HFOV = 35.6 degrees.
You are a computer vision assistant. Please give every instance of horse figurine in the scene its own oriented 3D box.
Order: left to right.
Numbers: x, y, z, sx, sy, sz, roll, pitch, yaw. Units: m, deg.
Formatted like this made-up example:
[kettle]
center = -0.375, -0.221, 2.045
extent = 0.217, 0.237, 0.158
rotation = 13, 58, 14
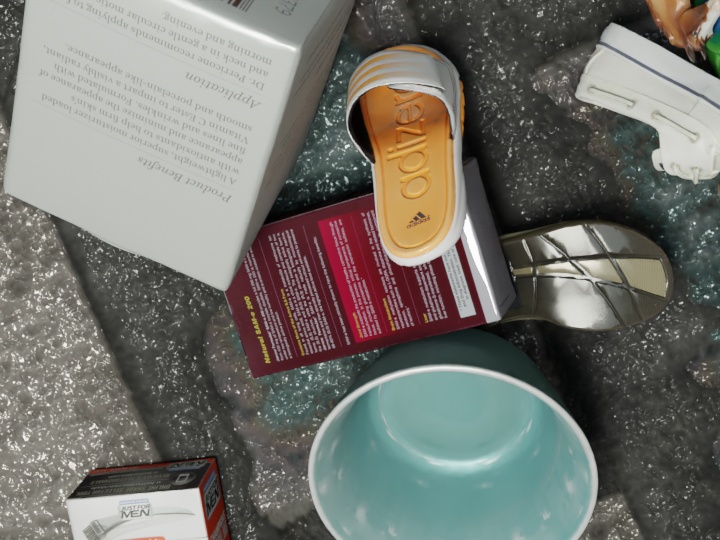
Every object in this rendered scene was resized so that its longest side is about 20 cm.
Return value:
[horse figurine]
center = 0.175, -0.247, 0.738
extent = 0.199, 0.050, 0.133
rotation = 37, 139, 18

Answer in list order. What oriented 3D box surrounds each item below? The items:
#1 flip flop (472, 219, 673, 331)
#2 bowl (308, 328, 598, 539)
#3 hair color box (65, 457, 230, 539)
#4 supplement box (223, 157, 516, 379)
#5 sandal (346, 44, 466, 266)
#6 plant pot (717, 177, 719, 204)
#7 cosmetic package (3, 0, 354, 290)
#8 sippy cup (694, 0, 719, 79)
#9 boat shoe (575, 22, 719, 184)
[flip flop]
center = 0.128, 0.006, 0.824
extent = 0.198, 0.058, 0.082
rotation = -9, 101, 23
[bowl]
center = 0.066, 0.121, 0.811
extent = 0.198, 0.105, 0.203
rotation = 3, 122, 4
[hair color box]
center = -0.157, 0.260, 0.900
extent = 0.110, 0.064, 0.202
rotation = -6, 103, 8
[supplement box]
center = 0.000, 0.000, 0.805
extent = 0.198, 0.061, 0.110
rotation = -14, 99, 22
[sandal]
center = 0.029, -0.097, 0.737
extent = 0.078, 0.208, 0.059
rotation = -21, 135, 14
[plant pot]
center = 0.338, 0.033, 0.756
extent = 0.185, 0.187, 0.202
rotation = -6, 116, 7
[cosmetic package]
center = -0.110, -0.133, 0.720
extent = 0.163, 0.166, 0.201
rotation = 25, 133, 0
[sippy cup]
center = 0.305, -0.199, 0.726
extent = 0.129, 0.178, 0.141
rotation = 6, 75, -7
[boat shoe]
center = 0.225, -0.092, 0.745
extent = 0.200, 0.071, 0.070
rotation = 39, 105, 31
